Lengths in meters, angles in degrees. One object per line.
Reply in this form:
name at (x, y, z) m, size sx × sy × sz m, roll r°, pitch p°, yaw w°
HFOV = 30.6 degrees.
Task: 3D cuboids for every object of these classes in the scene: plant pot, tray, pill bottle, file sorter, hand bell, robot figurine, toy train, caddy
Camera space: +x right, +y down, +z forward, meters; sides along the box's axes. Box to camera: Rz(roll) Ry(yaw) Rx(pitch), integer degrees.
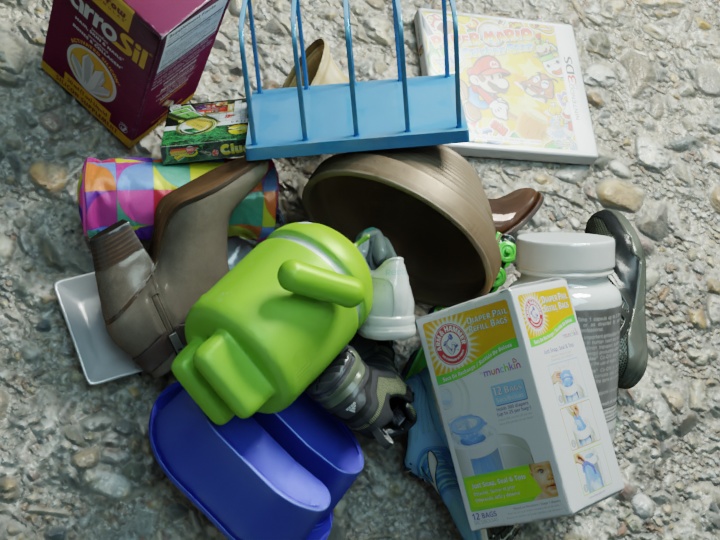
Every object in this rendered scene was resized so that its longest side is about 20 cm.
plant pot at (0.052, -0.061, 1.251) m, size 0.200 × 0.201 × 0.093 m, roll 31°, pitch 64°, yaw -3°
tray at (-0.182, 0.038, 1.256) m, size 0.199 × 0.022 × 0.108 m, roll -15°, pitch 71°, yaw -25°
pill bottle at (0.195, 0.067, 1.278) m, size 0.113 × 0.114 × 0.201 m, roll -1°, pitch 98°, yaw -20°
file sorter at (-0.009, -0.190, 1.198) m, size 0.199 × 0.123 × 0.139 m, roll -5°, pitch 29°, yaw 1°
hand bell at (0.017, -0.152, 1.399) m, size 0.199 × 0.104 × 0.105 m, roll 27°, pitch 58°, yaw -21°
robot figurine at (-0.068, 0.039, 1.119) m, size 0.116 × 0.175 × 0.200 m, roll 51°, pitch 57°, yaw -10°
toy train at (0.096, 0.046, 1.317) m, size 0.056 × 0.042 × 0.201 m, roll 27°, pitch 76°, yaw -1°
caddy at (-0.096, 0.166, 1.180) m, size 0.200 × 0.105 × 0.141 m, roll 44°, pitch 37°, yaw 5°

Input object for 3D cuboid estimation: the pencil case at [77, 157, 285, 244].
pencil case at (-0.170, -0.065, 1.262) m, size 0.199 × 0.088 × 0.089 m, roll 1°, pitch 65°, yaw -10°

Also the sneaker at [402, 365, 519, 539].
sneaker at (0.089, 0.187, 1.259) m, size 0.078 × 0.090 × 0.201 m, roll -16°, pitch 87°, yaw -55°

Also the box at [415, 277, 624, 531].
box at (0.143, 0.119, 1.186) m, size 0.101 × 0.112 × 0.201 m, roll -8°, pitch 82°, yaw -52°

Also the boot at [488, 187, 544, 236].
boot at (0.084, -0.113, 1.364) m, size 0.186 × 0.064 × 0.201 m, roll -33°, pitch 100°, yaw -27°

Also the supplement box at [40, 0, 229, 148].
supplement box at (-0.219, -0.233, 1.270) m, size 0.131 × 0.200 × 0.103 m, roll 42°, pitch 58°, yaw 5°

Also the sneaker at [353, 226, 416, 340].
sneaker at (0.000, 0.000, 1.241) m, size 0.075 × 0.200 × 0.089 m, roll -4°, pitch 104°, yaw -26°

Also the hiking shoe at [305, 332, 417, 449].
hiking shoe at (0.007, 0.110, 1.220) m, size 0.101 × 0.076 × 0.200 m, roll 52°, pitch 15°, yaw -2°

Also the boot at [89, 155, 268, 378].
boot at (-0.146, 0.000, 1.201) m, size 0.199 × 0.070 × 0.147 m, roll -28°, pitch 106°, yaw -4°

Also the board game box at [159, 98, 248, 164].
board game box at (-0.090, -0.142, 1.272) m, size 0.199 × 0.024 × 0.105 m, roll -6°, pitch 31°, yaw 0°

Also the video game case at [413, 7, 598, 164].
video game case at (0.165, -0.210, 1.502) m, size 0.199 × 0.023 × 0.183 m, roll 2°, pitch 65°, yaw -19°

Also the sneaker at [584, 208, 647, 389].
sneaker at (0.238, 0.020, 1.386) m, size 0.114 × 0.076 × 0.200 m, roll 12°, pitch 67°, yaw -21°
